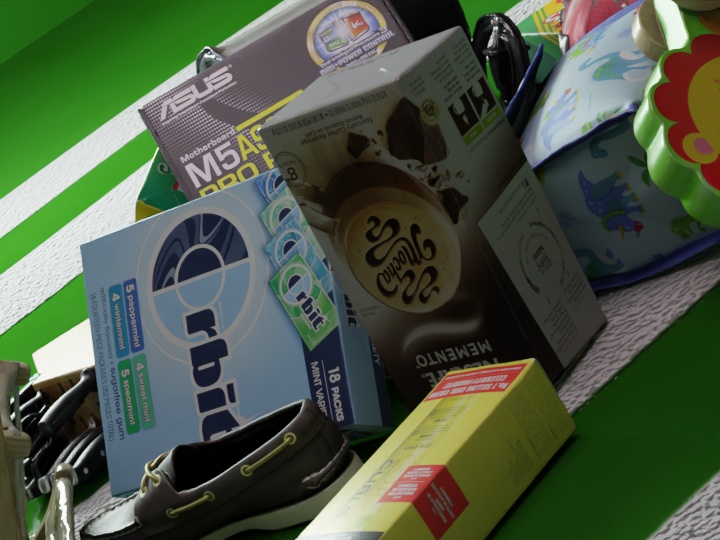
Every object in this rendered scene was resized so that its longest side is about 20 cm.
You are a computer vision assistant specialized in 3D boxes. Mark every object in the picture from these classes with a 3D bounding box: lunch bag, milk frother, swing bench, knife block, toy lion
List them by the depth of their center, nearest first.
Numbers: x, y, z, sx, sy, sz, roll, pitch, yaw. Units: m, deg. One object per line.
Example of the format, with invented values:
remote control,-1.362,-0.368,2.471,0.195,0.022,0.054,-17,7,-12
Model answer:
toy lion,0.248,-0.098,1.279,0.199,0.193,0.069,-2,-35,-17
swing bench,-0.235,0.140,1.321,0.129,0.201,0.199,-25,18,-3
lunch bag,0.141,-0.068,1.405,0.200,0.128,0.170,-31,18,37
knife block,-0.172,0.080,1.597,0.199,0.064,0.176,-32,18,-6
milk frother,0.009,-0.141,1.697,0.188,0.181,0.200,-33,4,-19

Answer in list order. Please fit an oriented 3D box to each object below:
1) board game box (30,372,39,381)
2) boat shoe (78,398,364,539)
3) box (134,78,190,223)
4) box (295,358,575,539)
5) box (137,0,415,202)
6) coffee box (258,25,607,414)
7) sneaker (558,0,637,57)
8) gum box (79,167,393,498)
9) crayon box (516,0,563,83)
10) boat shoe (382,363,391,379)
board game box,-0.321,0.155,1.700,0.199,0.026,0.200,-25,18,19
boat shoe,-0.093,0.128,1.336,0.200,0.061,0.072,-22,20,27
box,-0.139,-0.046,1.737,0.200,0.048,0.118,109,-179,-64
box,0.028,0.126,1.163,0.075,0.050,0.200,-11,26,49
box,-0.037,-0.096,1.598,0.199,0.161,0.044,-29,-26,-3
coffee box,0.044,-0.025,1.302,0.113,0.201,0.080,-16,19,41
sneaker,0.217,-0.195,1.580,0.200,0.074,0.087,-41,22,-32
gum box,-0.082,0.039,1.402,0.199,0.171,0.044,-18,-17,33
crayon box,0.213,-0.199,1.754,0.127,0.051,0.200,-36,19,-19
boat shoe,-0.023,0.035,1.448,0.199,0.074,0.076,15,56,37
